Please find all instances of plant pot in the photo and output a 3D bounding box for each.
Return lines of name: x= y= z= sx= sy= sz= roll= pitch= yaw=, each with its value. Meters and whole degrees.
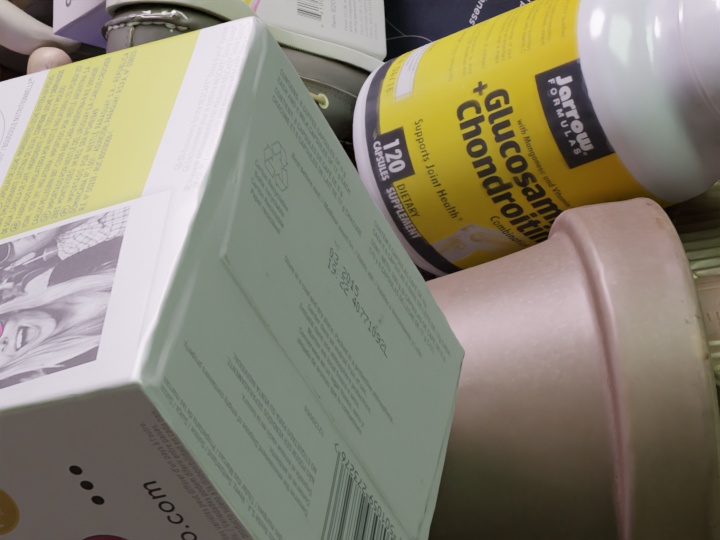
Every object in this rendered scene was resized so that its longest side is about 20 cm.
plant pot: x=0.055 y=0.073 z=1.310 sx=0.174 sy=0.200 sz=0.200 roll=-4 pitch=39 yaw=-6

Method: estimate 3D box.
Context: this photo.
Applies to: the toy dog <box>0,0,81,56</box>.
toy dog: x=-0.150 y=-0.210 z=1.546 sx=0.200 sy=0.140 sz=0.194 roll=-14 pitch=57 yaw=-39

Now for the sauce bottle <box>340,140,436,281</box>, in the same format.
sauce bottle: x=0.000 y=0.000 z=1.468 sx=0.066 sy=0.066 sz=0.200 roll=-5 pitch=45 yaw=-32

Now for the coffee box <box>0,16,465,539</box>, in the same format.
coffee box: x=-0.099 y=0.056 z=1.137 sx=0.198 sy=0.200 sz=0.200 roll=-13 pitch=40 yaw=24

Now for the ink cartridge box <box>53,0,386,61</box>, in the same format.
ink cartridge box: x=-0.087 y=-0.166 z=1.469 sx=0.200 sy=0.067 sz=0.117 roll=13 pitch=64 yaw=-36

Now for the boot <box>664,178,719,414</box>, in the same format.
boot: x=0.173 y=0.068 z=1.386 sx=0.072 sy=0.166 sz=0.200 roll=-5 pitch=33 yaw=6

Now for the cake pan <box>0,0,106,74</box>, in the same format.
cake pan: x=-0.154 y=-0.162 z=1.627 sx=0.200 sy=0.037 sz=0.200 roll=13 pitch=36 yaw=-10

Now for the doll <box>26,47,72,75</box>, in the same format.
doll: x=-0.148 y=-0.049 z=1.394 sx=0.136 sy=0.049 sz=0.200 roll=5 pitch=27 yaw=11

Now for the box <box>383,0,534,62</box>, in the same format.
box: x=0.094 y=-0.113 z=1.541 sx=0.124 sy=0.200 sz=0.197 roll=-12 pitch=46 yaw=-45

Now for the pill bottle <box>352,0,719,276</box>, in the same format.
pill bottle: x=0.104 y=-0.075 z=1.382 sx=0.112 sy=0.200 sz=0.112 roll=31 pitch=49 yaw=-44

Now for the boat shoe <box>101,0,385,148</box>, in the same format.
boat shoe: x=-0.046 y=-0.084 z=1.427 sx=0.202 sy=0.072 sz=0.060 roll=20 pitch=70 yaw=-45
